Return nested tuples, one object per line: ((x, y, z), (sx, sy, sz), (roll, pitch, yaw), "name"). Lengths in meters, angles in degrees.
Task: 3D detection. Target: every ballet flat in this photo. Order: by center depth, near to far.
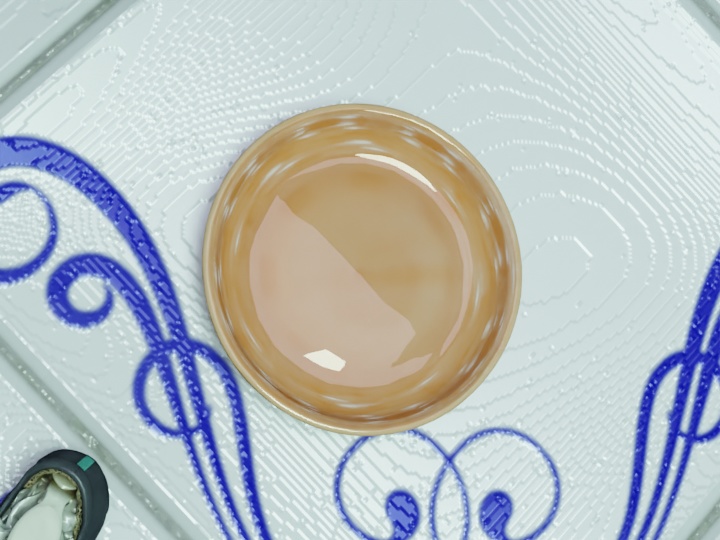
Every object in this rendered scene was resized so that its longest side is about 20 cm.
((-0.202, 0.187, 0.754), (0.073, 0.073, 0.202), (31, 75, -5), "ballet flat")

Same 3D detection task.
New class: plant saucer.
((0.000, 0.000, 0.850), (0.197, 0.037, 0.203), (3, 79, -13), "plant saucer")
